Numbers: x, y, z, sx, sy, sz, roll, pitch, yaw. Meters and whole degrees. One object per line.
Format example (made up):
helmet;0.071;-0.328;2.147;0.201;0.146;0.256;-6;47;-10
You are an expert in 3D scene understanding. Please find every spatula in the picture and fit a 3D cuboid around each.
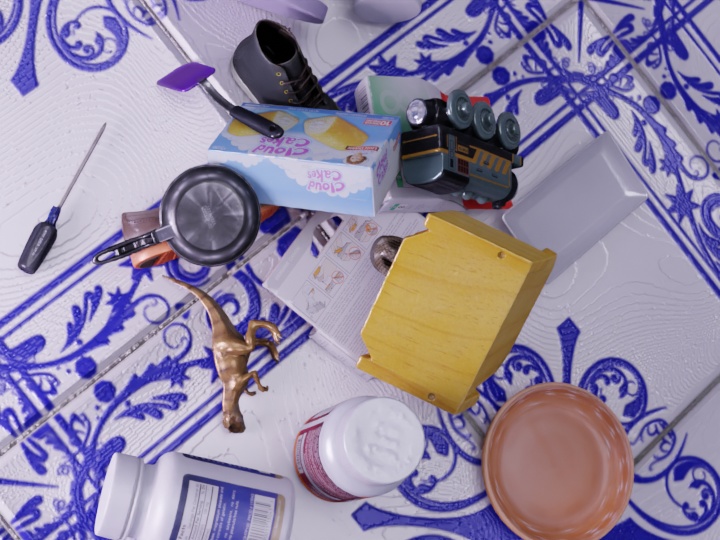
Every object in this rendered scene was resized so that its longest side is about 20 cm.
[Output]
spatula;-0.158;-0.197;1.594;0.199;0.021;0.056;34;60;31

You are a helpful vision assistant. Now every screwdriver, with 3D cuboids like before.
screwdriver;-0.341;-0.087;1.573;0.029;0.028;0.201;14;70;16

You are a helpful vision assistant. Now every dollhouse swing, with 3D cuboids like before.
dollhouse swing;0.116;0.033;1.603;0.181;0.176;0.201;25;109;1

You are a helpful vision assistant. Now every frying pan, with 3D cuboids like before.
frying pan;-0.205;-0.062;1.533;0.188;0.031;0.116;1;94;-7

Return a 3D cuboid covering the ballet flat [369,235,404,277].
ballet flat;0.091;0.014;1.621;0.199;0.046;0.068;33;76;-38

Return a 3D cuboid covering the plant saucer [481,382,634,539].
plant saucer;0.237;0.238;1.674;0.198;0.037;0.202;4;77;-16

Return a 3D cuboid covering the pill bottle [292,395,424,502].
pill bottle;-0.002;0.197;1.522;0.109;0.200;0.111;4;77;-16

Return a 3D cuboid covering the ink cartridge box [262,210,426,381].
ink cartridge box;0.000;0.000;1.648;0.176;0.045;0.201;38;70;-7

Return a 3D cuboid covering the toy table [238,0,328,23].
toy table;-0.122;-0.383;1.637;0.199;0.184;0.118;17;90;-22

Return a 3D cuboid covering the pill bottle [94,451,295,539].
pill bottle;-0.181;0.263;1.496;0.198;0.120;0.121;15;74;-13

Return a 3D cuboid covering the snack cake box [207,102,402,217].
snack cake box;-0.061;-0.129;1.574;0.198;0.068;0.115;7;36;16

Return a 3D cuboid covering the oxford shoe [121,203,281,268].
oxford shoe;-0.180;-0.069;1.595;0.199;0.071;0.073;-20;81;-19

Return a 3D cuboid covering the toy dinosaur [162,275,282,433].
toy dinosaur;-0.148;0.084;1.577;0.105;0.060;0.202;-14;82;-18

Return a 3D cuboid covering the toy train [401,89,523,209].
toy train;0.122;-0.139;1.621;0.199;0.085;0.115;14;74;-50

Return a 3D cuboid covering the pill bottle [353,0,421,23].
pill bottle;0.032;-0.419;1.713;0.112;0.113;0.202;3;77;-16

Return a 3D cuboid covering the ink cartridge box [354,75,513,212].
ink cartridge box;0.098;-0.154;1.685;0.198;0.050;0.162;-2;72;-25

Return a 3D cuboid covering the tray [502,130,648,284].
tray;0.273;-0.081;1.757;0.200;0.022;0.108;-38;99;-21

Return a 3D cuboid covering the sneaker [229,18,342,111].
sneaker;-0.071;-0.205;1.637;0.200;0.106;0.075;43;70;-4
